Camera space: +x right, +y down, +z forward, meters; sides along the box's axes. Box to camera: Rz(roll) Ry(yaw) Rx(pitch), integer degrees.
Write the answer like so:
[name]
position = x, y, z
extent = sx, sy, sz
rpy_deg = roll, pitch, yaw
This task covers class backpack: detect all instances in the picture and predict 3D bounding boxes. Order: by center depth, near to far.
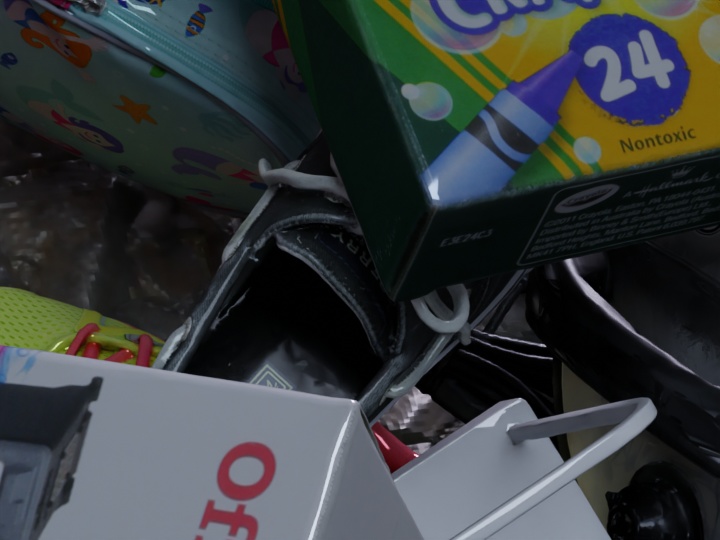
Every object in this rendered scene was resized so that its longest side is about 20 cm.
[backpack]
position = -0.040, -0.100, 0.850
extent = 0.200, 0.178, 0.151
rpy_deg = 19, 79, -10

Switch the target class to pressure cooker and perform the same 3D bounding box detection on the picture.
[pressure cooker]
position = 0.152, 0.031, 0.804
extent = 0.200, 0.176, 0.179
rpy_deg = 2, 70, -33

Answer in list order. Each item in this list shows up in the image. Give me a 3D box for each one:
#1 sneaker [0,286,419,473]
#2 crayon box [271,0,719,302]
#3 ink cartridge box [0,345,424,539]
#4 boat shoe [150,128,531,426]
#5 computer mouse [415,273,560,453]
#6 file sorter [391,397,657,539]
[sneaker]
position = -0.046, 0.048, 0.803
extent = 0.200, 0.090, 0.078
rpy_deg = 24, 55, -1
[crayon box]
position = 0.035, -0.101, 0.728
extent = 0.126, 0.052, 0.200
rpy_deg = -13, 65, -21
[ink cartridge box]
position = -0.101, 0.092, 0.592
extent = 0.200, 0.086, 0.148
rpy_deg = 6, 61, 19
[boat shoe]
position = -0.002, -0.002, 0.735
extent = 0.074, 0.068, 0.199
rpy_deg = 44, 78, 2
[computer mouse]
position = 0.071, -0.030, 0.918
extent = 0.110, 0.044, 0.200
rpy_deg = 30, 55, 4
[file sorter]
position = 0.054, 0.146, 0.699
extent = 0.139, 0.125, 0.200
rpy_deg = -32, 92, -19
